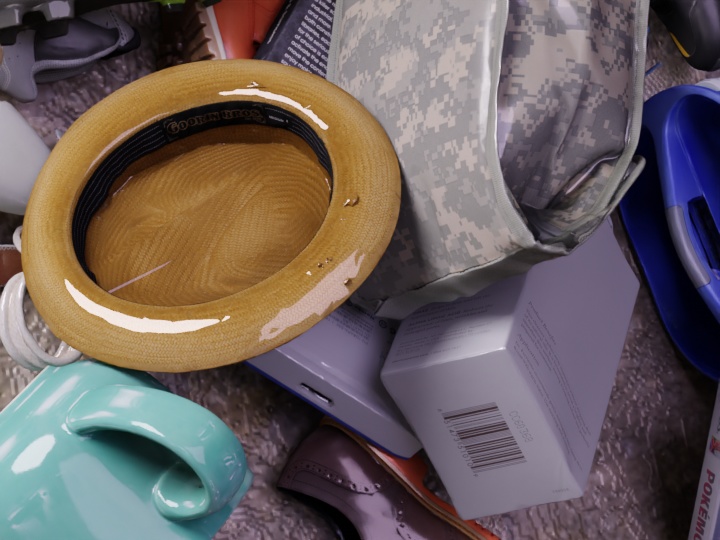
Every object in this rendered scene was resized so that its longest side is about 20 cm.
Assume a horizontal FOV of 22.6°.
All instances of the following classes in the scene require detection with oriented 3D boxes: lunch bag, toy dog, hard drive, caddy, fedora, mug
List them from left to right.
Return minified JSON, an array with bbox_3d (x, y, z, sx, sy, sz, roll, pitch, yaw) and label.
[{"bbox_3d":[-0.199,-0.045,0.982,0.132,0.096,0.200,-42,109,-34],"label":"toy dog"},{"bbox_3d":[-0.135,0.107,0.897,0.114,0.152,0.185,44,104,-4],"label":"mug"},{"bbox_3d":[-0.075,-0.017,0.939,0.200,0.082,0.201,-4,57,6],"label":"fedora"},{"bbox_3d":[0.000,0.000,1.051,0.132,0.025,0.200,33,44,-13],"label":"hard drive"},{"bbox_3d":[0.064,-0.078,0.959,0.117,0.164,0.200,17,70,-31],"label":"lunch bag"},{"bbox_3d":[0.239,-0.024,1.149,0.105,0.141,0.200,-15,80,-35],"label":"caddy"}]

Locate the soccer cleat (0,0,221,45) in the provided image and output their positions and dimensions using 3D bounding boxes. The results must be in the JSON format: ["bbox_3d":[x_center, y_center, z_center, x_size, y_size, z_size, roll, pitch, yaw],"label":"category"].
[{"bbox_3d":[-0.127,-0.181,0.984,0.200,0.065,0.084,-15,86,-21],"label":"soccer cleat"}]

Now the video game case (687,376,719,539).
[{"bbox_3d":[0.292,0.114,1.128,0.200,0.023,0.182,-13,124,-29],"label":"video game case"}]

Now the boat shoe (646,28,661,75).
[{"bbox_3d":[0.140,-0.116,1.103,0.084,0.200,0.069,9,91,9],"label":"boat shoe"}]

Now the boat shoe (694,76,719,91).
[{"bbox_3d":[0.299,-0.046,1.230,0.086,0.075,0.202,-16,71,-32],"label":"boat shoe"}]

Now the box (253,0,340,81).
[{"bbox_3d":[0.017,-0.124,1.062,0.143,0.036,0.200,36,62,-20],"label":"box"}]

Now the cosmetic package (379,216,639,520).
[{"bbox_3d":[0.092,0.031,1.034,0.113,0.081,0.200,62,30,-25],"label":"cosmetic package"}]

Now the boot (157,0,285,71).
[{"bbox_3d":[-0.068,-0.145,1.077,0.107,0.075,0.200,1,72,-31],"label":"boot"}]

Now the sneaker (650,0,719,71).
[{"bbox_3d":[0.186,-0.222,1.237,0.090,0.070,0.200,-17,81,-14],"label":"sneaker"}]

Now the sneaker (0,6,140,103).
[{"bbox_3d":[-0.166,-0.181,1.046,0.115,0.075,0.200,36,71,-17],"label":"sneaker"}]

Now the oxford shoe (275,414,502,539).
[{"bbox_3d":[0.036,0.168,1.031,0.200,0.071,0.073,44,68,3],"label":"oxford shoe"}]
